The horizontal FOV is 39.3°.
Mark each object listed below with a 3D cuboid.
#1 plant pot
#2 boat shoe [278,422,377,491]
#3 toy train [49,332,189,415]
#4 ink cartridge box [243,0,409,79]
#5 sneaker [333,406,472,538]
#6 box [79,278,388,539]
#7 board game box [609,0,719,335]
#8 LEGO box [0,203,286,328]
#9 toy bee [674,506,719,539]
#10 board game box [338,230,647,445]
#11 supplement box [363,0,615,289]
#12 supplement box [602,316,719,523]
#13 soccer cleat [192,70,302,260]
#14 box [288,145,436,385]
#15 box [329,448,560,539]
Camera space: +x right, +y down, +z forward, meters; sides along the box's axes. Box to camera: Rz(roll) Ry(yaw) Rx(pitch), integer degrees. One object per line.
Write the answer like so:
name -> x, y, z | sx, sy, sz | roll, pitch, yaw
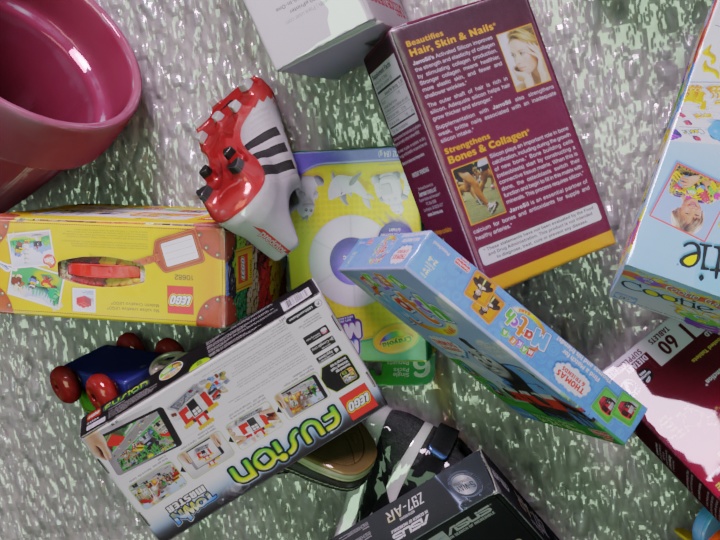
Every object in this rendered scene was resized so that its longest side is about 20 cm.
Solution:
plant pot -> -0.310, -0.136, 0.825 | 0.179, 0.200, 0.200 | -42, 86, 31
boat shoe -> -0.068, 0.136, 0.844 | 0.200, 0.073, 0.065 | 25, 126, 36
toy train -> -0.170, 0.124, 0.838 | 0.200, 0.085, 0.116 | 2, 114, 49
ink cartridge box -> -0.047, -0.252, 0.753 | 0.083, 0.145, 0.201 | -24, 91, 17
sneaker -> 0.038, 0.221, 0.836 | 0.111, 0.073, 0.201 | 15, 100, 13
box -> -0.092, 0.105, 0.747 | 0.200, 0.035, 0.110 | -31, 113, -2
board game box -> 0.255, -0.067, 0.690 | 0.105, 0.103, 0.201 | 20, 80, 11
LEGO box -> -0.175, -0.009, 0.819 | 0.199, 0.149, 0.078 | 3, 98, 14
toy bee -> 0.306, 0.217, 0.748 | 0.200, 0.131, 0.109 | -37, 120, 13
board game box -> 0.089, 0.046, 0.730 | 0.200, 0.151, 0.037 | 39, 79, -13
supplement box -> 0.093, -0.091, 0.751 | 0.110, 0.086, 0.201 | -21, 92, -14
supplement box -> 0.275, 0.120, 0.709 | 0.109, 0.061, 0.200 | -39, 59, -4
soccer cleat -> -0.082, -0.083, 0.782 | 0.069, 0.200, 0.085 | -34, 121, 16
box -> 0.000, 0.000, 0.830 | 0.117, 0.048, 0.201 | -2, 99, 15
box -> 0.053, 0.245, 0.796 | 0.200, 0.044, 0.160 | -32, 128, 9
